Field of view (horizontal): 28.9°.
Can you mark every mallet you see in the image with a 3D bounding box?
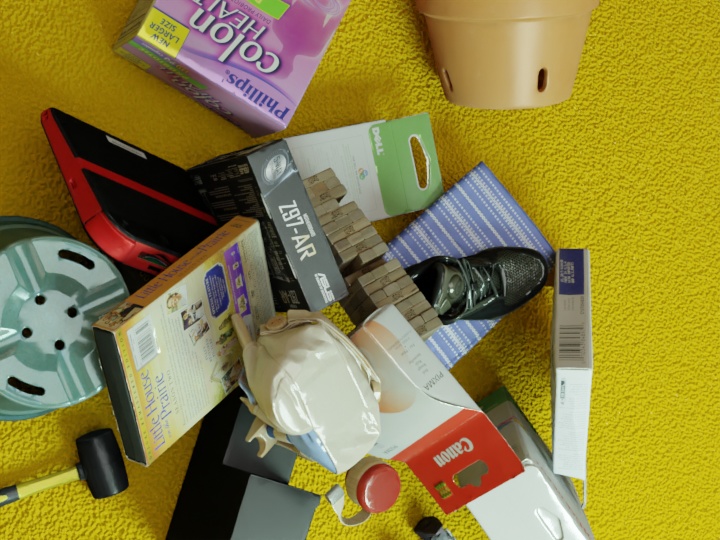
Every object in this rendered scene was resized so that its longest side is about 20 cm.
[{"bbox_3d":[-0.326,0.202,1.347,0.199,0.041,0.066,-9,93,-20],"label":"mallet"}]

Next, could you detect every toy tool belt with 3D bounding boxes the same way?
[{"bbox_3d":[-0.044,0.126,1.269,0.125,0.123,0.200,-41,121,-21],"label":"toy tool belt"}]

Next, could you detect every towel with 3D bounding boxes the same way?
[{"bbox_3d":[0.102,0.001,1.491,0.200,0.024,0.145,-42,98,-12],"label":"towel"}]

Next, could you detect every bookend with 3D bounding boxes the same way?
[{"bbox_3d":[-0.095,0.200,1.358,0.092,0.199,0.201,20,80,-22],"label":"bookend"}]

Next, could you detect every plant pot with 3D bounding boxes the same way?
[{"bbox_3d":[-0.301,0.045,1.271,0.200,0.196,0.201,0,89,-23],"label":"plant pot"},{"bbox_3d":[0.156,-0.254,1.494,0.200,0.200,0.140,-11,111,-24],"label":"plant pot"}]

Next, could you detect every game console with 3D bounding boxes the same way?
[{"bbox_3d":[-0.202,-0.059,1.309,0.031,0.177,0.200,-44,145,16],"label":"game console"}]

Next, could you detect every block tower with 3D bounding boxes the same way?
[{"bbox_3d":[0.000,0.000,1.354,0.058,0.054,0.200,-27,78,-33],"label":"block tower"}]

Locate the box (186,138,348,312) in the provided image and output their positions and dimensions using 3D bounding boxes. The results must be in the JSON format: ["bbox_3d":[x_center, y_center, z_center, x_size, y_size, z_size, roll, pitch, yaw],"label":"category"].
[{"bbox_3d":[-0.095,-0.039,1.361,0.043,0.200,0.161,-26,99,-21],"label":"box"}]

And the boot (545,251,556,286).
[{"bbox_3d":[0.145,0.025,1.546,0.201,0.071,0.144,27,84,-17],"label":"boot"}]

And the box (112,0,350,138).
[{"bbox_3d":[-0.120,-0.267,1.410,0.176,0.097,0.200,31,78,-21],"label":"box"}]

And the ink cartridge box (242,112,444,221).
[{"bbox_3d":[-0.016,-0.099,1.472,0.200,0.059,0.104,-14,95,-28],"label":"ink cartridge box"}]

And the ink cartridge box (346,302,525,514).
[{"bbox_3d":[0.042,0.146,1.322,0.050,0.162,0.200,-35,85,-36],"label":"ink cartridge box"}]

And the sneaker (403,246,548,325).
[{"bbox_3d":[0.112,0.018,1.424,0.199,0.114,0.076,-8,91,-16],"label":"sneaker"}]

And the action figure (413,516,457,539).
[{"bbox_3d":[0.123,0.362,1.525,0.200,0.069,0.130,47,67,-20],"label":"action figure"}]

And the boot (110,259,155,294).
[{"bbox_3d":[-0.196,-0.009,1.350,0.077,0.138,0.201,-20,96,-22],"label":"boot"}]

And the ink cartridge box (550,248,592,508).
[{"bbox_3d":[0.221,0.113,1.476,0.040,0.200,0.200,1,127,8],"label":"ink cartridge box"}]

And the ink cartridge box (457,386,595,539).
[{"bbox_3d":[0.169,0.232,1.468,0.087,0.200,0.145,-34,105,6],"label":"ink cartridge box"}]

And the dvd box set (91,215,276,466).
[{"bbox_3d":[-0.150,0.060,1.254,0.200,0.029,0.147,-42,135,-42],"label":"dvd box set"}]
